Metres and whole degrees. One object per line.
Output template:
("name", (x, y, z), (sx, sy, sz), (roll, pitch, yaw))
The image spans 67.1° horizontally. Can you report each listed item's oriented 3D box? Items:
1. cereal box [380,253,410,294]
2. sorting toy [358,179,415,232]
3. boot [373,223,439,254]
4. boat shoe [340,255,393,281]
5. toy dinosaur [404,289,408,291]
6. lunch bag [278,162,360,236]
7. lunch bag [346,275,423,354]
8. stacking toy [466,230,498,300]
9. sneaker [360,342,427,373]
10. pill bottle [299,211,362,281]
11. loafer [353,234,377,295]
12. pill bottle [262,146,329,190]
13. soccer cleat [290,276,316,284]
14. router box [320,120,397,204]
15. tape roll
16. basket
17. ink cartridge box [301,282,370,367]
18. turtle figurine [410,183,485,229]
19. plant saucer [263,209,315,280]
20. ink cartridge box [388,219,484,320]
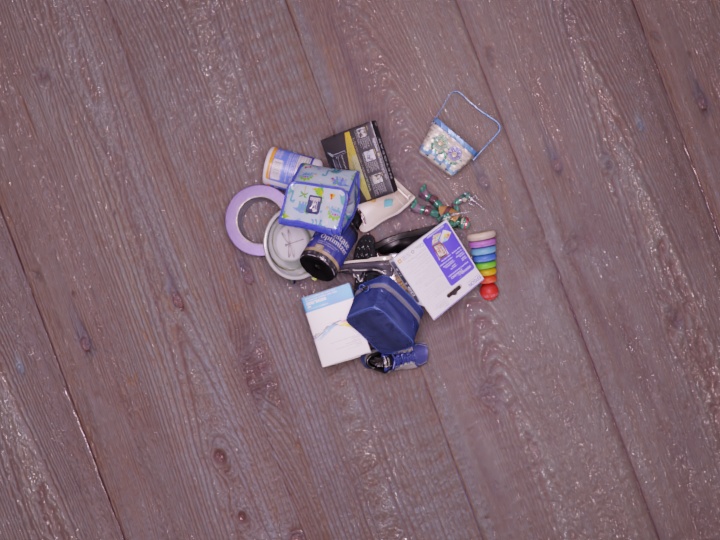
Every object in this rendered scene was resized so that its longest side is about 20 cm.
("cereal box", (0.135, 0.017, 1.598), (0.142, 0.040, 0.202), (20, 89, -2))
("sorting toy", (0.027, -0.214, 1.573), (0.200, 0.107, 0.180), (45, 96, 1))
("boot", (0.151, -0.034, 1.538), (0.209, 0.079, 0.160), (-13, 91, -4))
("boat shoe", (0.000, 0.000, 1.512), (0.198, 0.073, 0.064), (-8, 89, 20))
("toy dinosaur", (0.066, 0.117, 1.568), (0.105, 0.061, 0.202), (7, 119, -32))
("lunch bag", (-0.103, -0.176, 1.406), (0.168, 0.128, 0.201), (10, 50, 12))
("lunch bag", (0.063, 0.108, 1.445), (0.200, 0.135, 0.133), (46, 45, -24))
("stacking toy", (0.369, -0.013, 1.588), (0.084, 0.085, 0.202), (-11, 95, -1))
("sneaker", (0.099, 0.258, 1.559), (0.197, 0.115, 0.082), (-5, 91, -1))
("pill bottle", (-0.074, -0.079, 1.478), (0.111, 0.112, 0.201), (29, 59, -1))
("loafer", (0.017, -0.004, 1.585), (0.067, 0.070, 0.203), (-3, 73, 22))
("pill bottle", (-0.172, -0.275, 1.558), (0.198, 0.112, 0.113), (15, 89, -2))
("soccer cleat", (-0.121, -0.017, 1.580), (0.198, 0.065, 0.085), (-18, 85, 3))
("router box", (-0.003, -0.289, 1.492), (0.156, 0.052, 0.202), (-14, 102, 22))
("tape roll", (-0.283, -0.141, 1.569), (0.197, 0.085, 0.203), (0, 90, -2))
("basket", (0.277, -0.381, 1.553), (0.176, 0.139, 0.201), (36, 99, 0))
("ink cartridge box", (-0.067, 0.150, 1.540), (0.143, 0.147, 0.202), (-17, 90, -1))
("turtle figurine", (0.251, -0.170, 1.565), (0.198, 0.150, 0.101), (24, 130, 11))
("plant saucer", (-0.186, -0.076, 1.502), (0.198, 0.050, 0.203), (-3, 96, -36))
("ink cartridge box", (0.209, -0.001, 1.482), (0.197, 0.043, 0.201), (-35, 94, -17))
